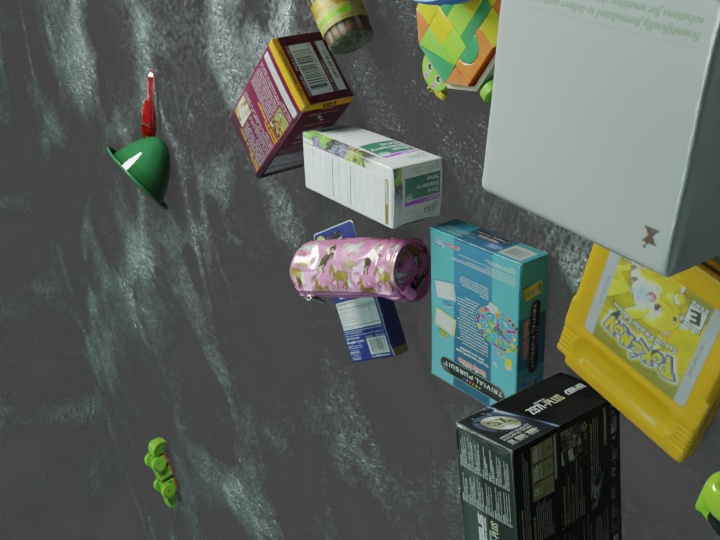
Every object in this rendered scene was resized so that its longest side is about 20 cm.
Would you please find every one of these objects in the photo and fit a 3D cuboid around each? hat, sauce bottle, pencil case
[{"bbox_3d":[-0.396,-0.249,1.737,0.166,0.176,0.200,45,177,33],"label":"hat"},{"bbox_3d":[-0.048,-0.374,1.087,0.065,0.064,0.201,-38,74,57],"label":"sauce bottle"},{"bbox_3d":[0.000,0.000,1.143,0.199,0.083,0.087,-2,100,41],"label":"pencil case"}]

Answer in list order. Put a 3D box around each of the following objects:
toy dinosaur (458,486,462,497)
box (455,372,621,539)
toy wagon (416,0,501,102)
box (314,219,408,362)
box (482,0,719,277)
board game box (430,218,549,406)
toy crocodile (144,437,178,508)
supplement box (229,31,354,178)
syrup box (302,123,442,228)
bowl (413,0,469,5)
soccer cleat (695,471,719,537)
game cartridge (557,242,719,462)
[{"bbox_3d":[0.157,0.256,1.049,0.058,0.101,0.201,42,137,39],"label":"toy dinosaur"},{"bbox_3d":[0.195,0.235,0.922,0.086,0.163,0.201,18,121,52],"label":"box"},{"bbox_3d":[0.111,-0.255,0.923,0.156,0.039,0.200,61,147,18],"label":"toy wagon"},{"bbox_3d":[-0.002,0.030,1.248,0.121,0.032,0.201,-16,92,58],"label":"box"},{"bbox_3d":[0.227,-0.136,0.674,0.199,0.171,0.201,34,133,45],"label":"box"},{"bbox_3d":[0.148,0.056,1.015,0.151,0.047,0.201,28,128,49],"label":"board game box"},{"bbox_3d":[-0.528,0.546,2.313,0.067,0.062,0.201,7,115,56],"label":"toy crocodile"},{"bbox_3d":[-0.103,-0.231,1.223,0.111,0.085,0.200,65,148,11],"label":"supplement box"},{"bbox_3d":[0.012,-0.125,1.104,0.200,0.078,0.082,29,128,48],"label":"syrup box"},{"bbox_3d":[0.097,-0.359,0.841,0.200,0.039,0.202,-7,82,52],"label":"bowl"},{"bbox_3d":[0.379,0.265,0.757,0.200,0.067,0.081,54,162,28],"label":"soccer cleat"},{"bbox_3d":[0.279,0.058,0.827,0.176,0.032,0.201,44,138,38],"label":"game cartridge"}]
